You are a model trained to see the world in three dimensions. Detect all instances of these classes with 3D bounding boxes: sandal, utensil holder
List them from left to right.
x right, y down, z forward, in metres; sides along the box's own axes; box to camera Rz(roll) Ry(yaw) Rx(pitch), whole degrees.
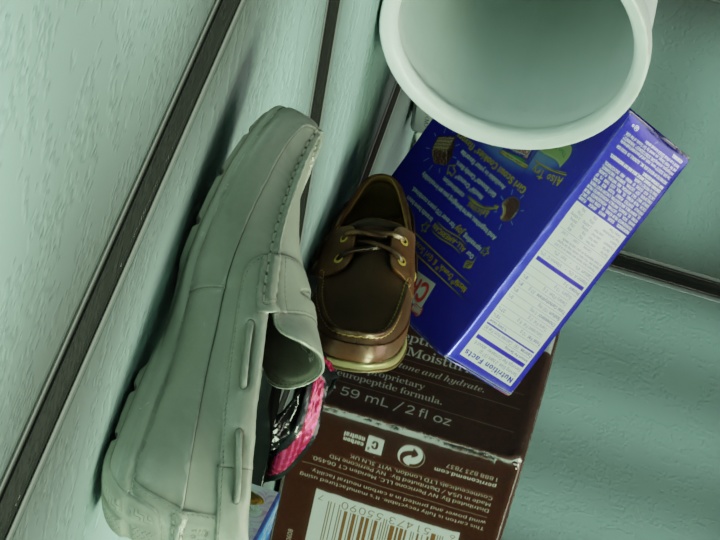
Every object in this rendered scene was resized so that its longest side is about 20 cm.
[{"bbox_3d":[-0.043,0.089,1.495,0.075,0.045,0.201,-65,170,-62],"label":"sandal"},{"bbox_3d":[0.113,-0.206,1.636,0.170,0.169,0.201,102,3,-45],"label":"utensil holder"}]

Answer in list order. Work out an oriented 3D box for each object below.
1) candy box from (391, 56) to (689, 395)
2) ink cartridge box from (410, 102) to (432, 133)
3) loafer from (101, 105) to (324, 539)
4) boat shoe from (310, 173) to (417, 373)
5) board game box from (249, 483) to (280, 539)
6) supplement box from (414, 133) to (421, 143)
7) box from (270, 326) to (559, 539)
[{"bbox_3d":[0.098,-0.043,1.712,0.200,0.077,0.169,-52,-142,6],"label":"candy box"},{"bbox_3d":[0.140,-0.139,2.133,0.200,0.172,0.044,-61,161,-72],"label":"ink cartridge box"},{"bbox_3d":[-0.046,0.025,1.052,0.070,0.069,0.201,96,11,-66],"label":"loafer"},{"bbox_3d":[0.000,0.000,1.607,0.200,0.072,0.068,-79,178,-65],"label":"boat shoe"},{"bbox_3d":[-0.100,0.231,1.326,0.200,0.041,0.201,-59,165,-73],"label":"board game box"},{"bbox_3d":[0.110,-0.062,2.274,0.200,0.125,0.074,95,-13,-72],"label":"supplement box"},{"bbox_3d":[0.043,0.107,1.872,0.200,0.165,0.165,-69,173,-48],"label":"box"}]
